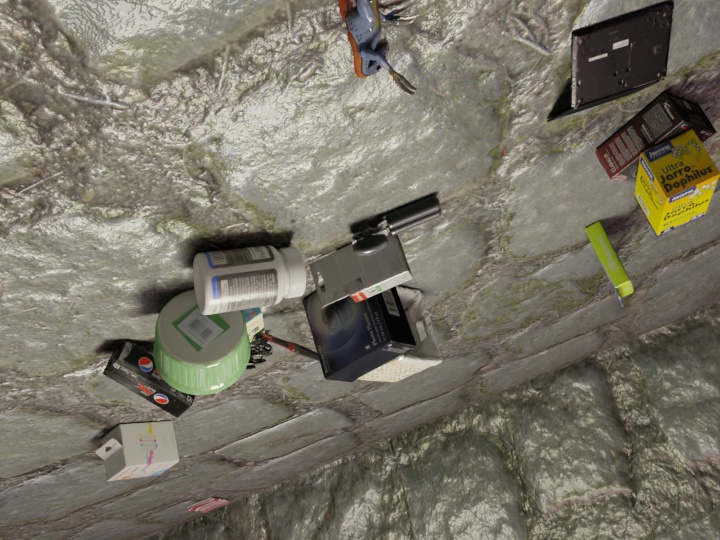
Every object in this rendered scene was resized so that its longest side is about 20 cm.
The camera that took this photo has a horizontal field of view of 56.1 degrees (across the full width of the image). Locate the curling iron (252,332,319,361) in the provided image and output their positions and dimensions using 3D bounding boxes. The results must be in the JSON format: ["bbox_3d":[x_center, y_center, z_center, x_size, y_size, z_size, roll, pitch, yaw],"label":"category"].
[{"bbox_3d":[-0.157,0.189,1.575,0.195,0.026,0.051,14,104,-6],"label":"curling iron"}]

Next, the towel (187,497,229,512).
[{"bbox_3d":[-0.737,1.138,3.283,0.141,0.023,0.200,-23,155,5],"label":"towel"}]

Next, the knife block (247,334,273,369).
[{"bbox_3d":[-0.308,0.193,1.631,0.173,0.065,0.200,-26,154,11],"label":"knife block"}]

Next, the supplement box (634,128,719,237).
[{"bbox_3d":[0.630,-0.169,1.360,0.107,0.111,0.200,-25,155,9],"label":"supplement box"}]

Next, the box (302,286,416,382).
[{"bbox_3d":[-0.007,0.121,1.546,0.197,0.204,0.122,-32,153,26],"label":"box"}]

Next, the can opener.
[{"bbox_3d":[0.073,-0.085,1.359,0.196,0.067,0.053,-25,154,0],"label":"can opener"}]

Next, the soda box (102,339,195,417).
[{"bbox_3d":[-0.461,0.241,1.497,0.199,0.064,0.070,38,127,-21],"label":"soda box"}]

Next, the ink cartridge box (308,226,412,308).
[{"bbox_3d":[0.000,0.000,1.414,0.196,0.111,0.050,-24,155,9],"label":"ink cartridge box"}]

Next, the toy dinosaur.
[{"bbox_3d":[0.008,-0.320,0.858,0.197,0.107,0.181,30,154,-11],"label":"toy dinosaur"}]

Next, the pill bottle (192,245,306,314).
[{"bbox_3d":[-0.209,0.014,1.279,0.196,0.116,0.114,-7,153,-25],"label":"pill bottle"}]

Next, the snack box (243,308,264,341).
[{"bbox_3d":[-0.306,0.160,1.519,0.198,0.037,0.117,-35,161,-20],"label":"snack box"}]

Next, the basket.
[{"bbox_3d":[0.076,0.162,1.704,0.159,0.202,0.198,-30,154,32],"label":"basket"}]

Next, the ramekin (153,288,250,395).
[{"bbox_3d":[-0.317,0.135,1.353,0.195,0.203,0.099,-11,148,-19],"label":"ramekin"}]

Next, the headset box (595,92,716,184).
[{"bbox_3d":[0.593,-0.256,1.381,0.146,0.079,0.200,2,146,-39],"label":"headset box"}]

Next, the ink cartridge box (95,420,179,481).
[{"bbox_3d":[-0.654,0.526,1.972,0.197,0.128,0.128,8,145,-46],"label":"ink cartridge box"}]

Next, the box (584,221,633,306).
[{"bbox_3d":[0.654,-0.017,1.763,0.047,0.204,0.122,-27,155,17],"label":"box"}]

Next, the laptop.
[{"bbox_3d":[0.415,-0.345,1.146,0.173,0.104,0.203,-18,130,-4],"label":"laptop"}]
